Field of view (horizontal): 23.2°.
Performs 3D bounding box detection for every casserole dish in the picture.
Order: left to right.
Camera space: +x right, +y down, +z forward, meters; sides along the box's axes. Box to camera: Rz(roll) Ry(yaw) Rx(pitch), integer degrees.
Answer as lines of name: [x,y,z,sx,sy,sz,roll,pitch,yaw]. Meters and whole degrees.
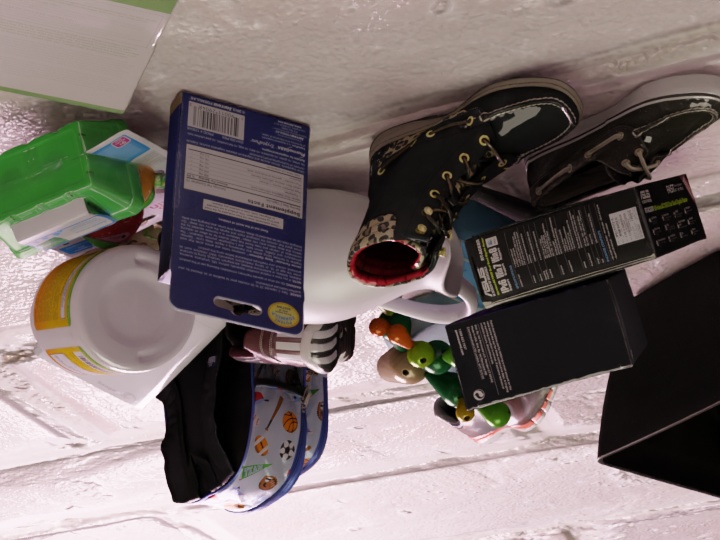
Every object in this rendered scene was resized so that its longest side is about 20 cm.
casserole dish: [0.101,-0.012,1.669,0.200,0.039,0.121,25,143,-36]

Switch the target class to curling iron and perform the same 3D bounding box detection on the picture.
curling iron: [0.174,-0.045,1.614,0.200,0.026,0.050,24,-179,-31]

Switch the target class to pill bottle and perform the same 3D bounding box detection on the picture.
pill bottle: [-0.233,0.039,1.586,0.111,0.111,0.200,14,170,-24]

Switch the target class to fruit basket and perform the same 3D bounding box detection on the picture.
fruit basket: [-0.230,-0.056,1.529,0.185,0.094,0.200,-20,156,18]

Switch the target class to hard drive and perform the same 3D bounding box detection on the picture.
hard drive: [-0.229,0.060,1.753,0.132,0.026,0.200,29,138,-16]

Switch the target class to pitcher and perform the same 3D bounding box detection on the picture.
pitcher: [0.000,0.000,1.587,0.200,0.121,0.172,-4,141,15]

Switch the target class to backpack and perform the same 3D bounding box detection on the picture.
backpack: [-0.125,0.155,1.813,0.154,0.191,0.200,21,146,-28]

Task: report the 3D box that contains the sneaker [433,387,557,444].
sneaker: [0.138,0.129,1.839,0.082,0.077,0.200,18,147,-18]

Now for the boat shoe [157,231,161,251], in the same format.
boat shoe: [-0.148,-0.015,1.572,0.067,0.072,0.200,-9,169,0]

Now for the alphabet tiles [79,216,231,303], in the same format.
alphabet tiles: [-0.185,0.001,1.726,0.166,0.006,0.200,24,143,-38]

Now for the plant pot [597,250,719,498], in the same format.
plant pot: [0.364,0.098,1.725,0.200,0.178,0.199,19,147,-29]

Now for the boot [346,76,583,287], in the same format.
boot: [0.083,-0.069,1.432,0.203,0.154,0.073,-17,128,32]

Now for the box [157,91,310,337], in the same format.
box: [-0.103,-0.042,1.442,0.121,0.200,0.032,14,149,-24]

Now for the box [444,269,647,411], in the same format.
box: [0.163,0.056,1.495,0.141,0.079,0.200,-14,179,12]

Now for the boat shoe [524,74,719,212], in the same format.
boat shoe: [0.226,-0.101,1.474,0.200,0.064,0.071,-24,144,37]

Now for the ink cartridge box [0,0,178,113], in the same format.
ink cartridge box: [-0.221,-0.196,1.318,0.145,0.048,0.200,11,150,-19]

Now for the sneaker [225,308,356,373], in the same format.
sneaker: [-0.069,0.053,1.705,0.115,0.076,0.200,3,-177,9]

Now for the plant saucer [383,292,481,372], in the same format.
plant saucer: [0.122,0.074,1.840,0.200,0.027,0.200,0,151,0]

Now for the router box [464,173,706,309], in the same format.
router box: [0.192,-0.027,1.469,0.150,0.062,0.200,-18,178,23]

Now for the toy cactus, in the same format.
toy cactus: [0.067,0.079,1.754,0.200,0.102,0.165,36,158,-16]
